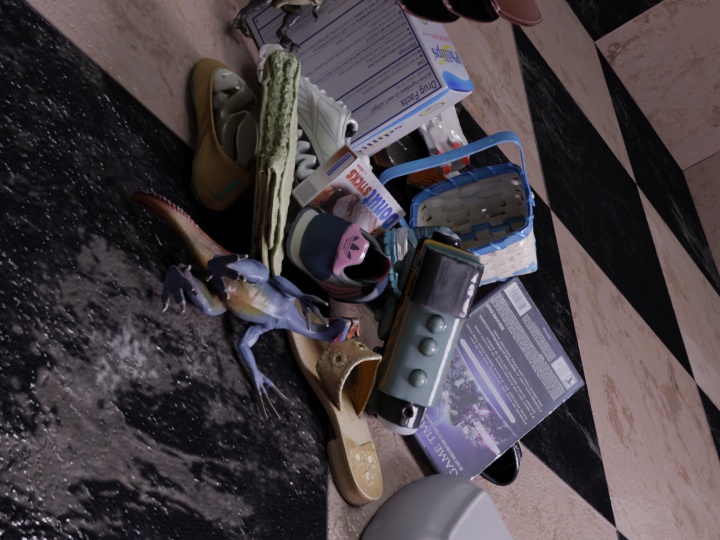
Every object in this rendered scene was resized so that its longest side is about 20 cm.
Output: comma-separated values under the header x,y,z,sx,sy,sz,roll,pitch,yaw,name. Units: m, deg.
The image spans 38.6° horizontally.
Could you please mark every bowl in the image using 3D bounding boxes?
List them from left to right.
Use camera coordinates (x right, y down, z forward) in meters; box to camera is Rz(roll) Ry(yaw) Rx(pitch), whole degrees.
x,y,z,sx,sy,sz,roll,pitch,yaw,name
0.098,0.292,0.959,0.201,0.074,0.199,62,25,3,bowl

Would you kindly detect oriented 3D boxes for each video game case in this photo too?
x,y,z,sx,sy,sz,roll,pitch,yaw,name
0.130,0.119,1.091,0.199,0.019,0.144,-35,95,-19,video game case

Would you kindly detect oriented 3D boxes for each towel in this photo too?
x,y,z,sx,sy,sz,roll,pitch,yaw,name
-0.080,-0.098,0.957,0.036,0.149,0.201,4,43,-7,towel

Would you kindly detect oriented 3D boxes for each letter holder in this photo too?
x,y,z,sx,sy,sz,roll,pitch,yaw,name
0.114,-0.312,1.131,0.143,0.100,0.200,64,25,1,letter holder

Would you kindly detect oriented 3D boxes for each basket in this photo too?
x,y,z,sx,sy,sz,roll,pitch,yaw,name
0.130,-0.073,1.271,0.201,0.174,0.140,62,18,-49,basket

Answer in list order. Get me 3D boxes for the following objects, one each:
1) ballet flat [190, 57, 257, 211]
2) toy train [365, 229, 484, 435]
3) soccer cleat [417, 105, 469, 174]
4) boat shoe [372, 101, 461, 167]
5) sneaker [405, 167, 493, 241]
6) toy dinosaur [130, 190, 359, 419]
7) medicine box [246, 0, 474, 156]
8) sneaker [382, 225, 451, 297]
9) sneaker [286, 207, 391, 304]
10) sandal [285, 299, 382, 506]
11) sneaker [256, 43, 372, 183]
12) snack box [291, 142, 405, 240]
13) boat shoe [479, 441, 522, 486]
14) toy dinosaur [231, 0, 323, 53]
x,y,z,sx,sy,sz,roll,pitch,yaw,name
-0.123,-0.142,0.983,0.068,0.063,0.202,34,37,-40,ballet flat
0.058,0.059,0.989,0.084,0.202,0.114,19,4,-7,toy train
0.086,-0.209,1.289,0.078,0.069,0.201,-103,170,-49,soccer cleat
0.065,-0.194,1.378,0.200,0.073,0.076,-45,120,-45,boat shoe
0.134,-0.094,1.412,0.200,0.075,0.092,47,25,-31,sneaker
-0.077,0.014,0.873,0.181,0.104,0.202,13,51,-63,toy dinosaur
0.000,-0.248,1.180,0.202,0.181,0.103,63,26,3,medicine box
0.090,0.041,1.144,0.078,0.085,0.202,-75,149,-58,sneaker
0.000,0.000,1.014,0.200,0.081,0.071,30,80,-65,sneaker
-0.005,0.104,0.953,0.077,0.069,0.214,15,52,-57,sandal
-0.051,-0.163,1.097,0.202,0.080,0.075,65,5,20,sneaker
-0.008,-0.069,1.054,0.024,0.072,0.200,49,4,19,snack box
0.122,0.158,1.134,0.201,0.074,0.062,57,15,-23,boat shoe
-0.094,-0.294,1.131,0.047,0.198,0.089,35,70,-67,toy dinosaur
